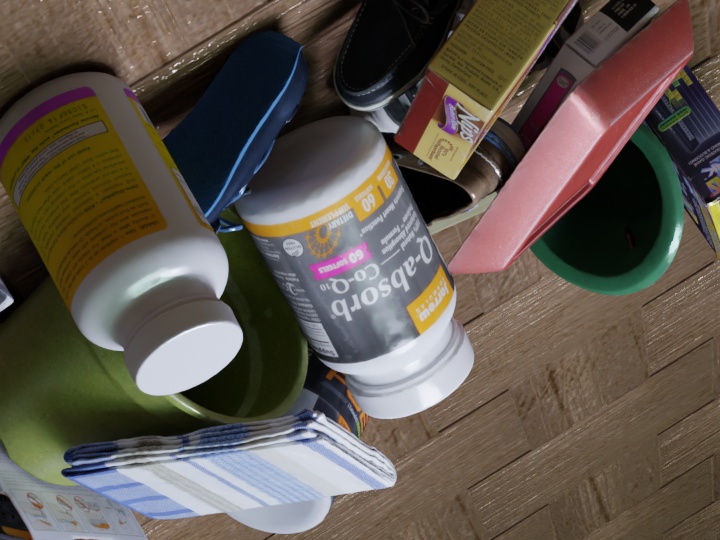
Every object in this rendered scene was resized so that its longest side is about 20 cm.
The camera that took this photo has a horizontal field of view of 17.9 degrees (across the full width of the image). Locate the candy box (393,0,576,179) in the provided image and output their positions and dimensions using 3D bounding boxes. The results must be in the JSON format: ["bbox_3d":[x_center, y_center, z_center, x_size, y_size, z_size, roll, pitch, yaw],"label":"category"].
[{"bbox_3d":[0.105,-0.169,1.551,0.200,0.056,0.117,-53,176,-24],"label":"candy box"}]

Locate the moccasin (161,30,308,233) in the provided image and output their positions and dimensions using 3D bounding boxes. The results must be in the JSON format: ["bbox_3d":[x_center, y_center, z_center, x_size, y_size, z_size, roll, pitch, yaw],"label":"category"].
[{"bbox_3d":[-0.095,-0.066,1.538,0.200,0.080,0.068,-48,156,-8],"label":"moccasin"}]

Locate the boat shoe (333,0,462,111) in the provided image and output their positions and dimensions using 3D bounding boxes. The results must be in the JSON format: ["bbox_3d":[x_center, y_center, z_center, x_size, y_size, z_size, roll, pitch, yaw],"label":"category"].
[{"bbox_3d":[0.037,-0.191,1.524,0.062,0.075,0.200,1,134,-51],"label":"boat shoe"}]

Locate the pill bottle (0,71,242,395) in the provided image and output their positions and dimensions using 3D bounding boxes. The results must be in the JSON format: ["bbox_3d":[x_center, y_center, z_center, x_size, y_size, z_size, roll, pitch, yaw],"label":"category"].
[{"bbox_3d":[-0.150,-0.022,1.441,0.104,0.200,0.104,-24,152,-14],"label":"pill bottle"}]

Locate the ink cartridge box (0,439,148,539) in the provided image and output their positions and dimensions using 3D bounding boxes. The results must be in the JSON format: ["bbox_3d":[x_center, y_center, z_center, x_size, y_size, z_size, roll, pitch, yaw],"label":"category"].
[{"bbox_3d":[-0.245,0.157,1.690,0.047,0.200,0.160,-43,156,16],"label":"ink cartridge box"}]

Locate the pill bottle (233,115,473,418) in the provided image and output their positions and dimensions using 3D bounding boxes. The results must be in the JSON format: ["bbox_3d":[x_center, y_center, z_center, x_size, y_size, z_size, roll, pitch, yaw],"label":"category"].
[{"bbox_3d":[0.000,0.000,1.622,0.116,0.116,0.200,-31,117,-5],"label":"pill bottle"}]

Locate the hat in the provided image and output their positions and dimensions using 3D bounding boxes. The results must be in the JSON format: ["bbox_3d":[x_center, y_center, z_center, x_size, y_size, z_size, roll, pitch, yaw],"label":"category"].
[{"bbox_3d":[0.233,-0.084,1.931,0.176,0.200,0.166,-20,128,-46],"label":"hat"}]

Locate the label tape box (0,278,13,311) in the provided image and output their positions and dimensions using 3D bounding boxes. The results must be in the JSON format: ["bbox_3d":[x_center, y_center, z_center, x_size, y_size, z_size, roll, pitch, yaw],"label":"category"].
[{"bbox_3d":[-0.328,0.010,1.457,0.144,0.063,0.200,-34,158,2],"label":"label tape box"}]

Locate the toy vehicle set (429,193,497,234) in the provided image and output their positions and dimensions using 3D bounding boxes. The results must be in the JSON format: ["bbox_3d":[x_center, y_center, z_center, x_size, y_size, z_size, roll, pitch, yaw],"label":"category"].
[{"bbox_3d":[0.026,-0.034,1.819,0.200,0.027,0.124,-24,-176,-21],"label":"toy vehicle set"}]

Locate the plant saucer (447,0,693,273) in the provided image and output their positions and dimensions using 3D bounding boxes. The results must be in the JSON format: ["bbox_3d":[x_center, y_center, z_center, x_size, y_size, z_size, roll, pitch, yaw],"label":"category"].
[{"bbox_3d":[0.163,-0.091,1.687,0.200,0.037,0.200,-41,169,-49],"label":"plant saucer"}]

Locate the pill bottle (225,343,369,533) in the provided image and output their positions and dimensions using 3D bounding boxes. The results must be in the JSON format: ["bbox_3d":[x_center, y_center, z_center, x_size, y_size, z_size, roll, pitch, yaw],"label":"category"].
[{"bbox_3d":[-0.043,0.094,1.731,0.106,0.106,0.200,-56,-173,44],"label":"pill bottle"}]

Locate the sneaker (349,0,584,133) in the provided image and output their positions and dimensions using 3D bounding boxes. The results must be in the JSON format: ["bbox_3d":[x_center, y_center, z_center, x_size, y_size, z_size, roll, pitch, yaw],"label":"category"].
[{"bbox_3d":[0.075,-0.157,1.666,0.200,0.075,0.081,-29,-175,-26],"label":"sneaker"}]

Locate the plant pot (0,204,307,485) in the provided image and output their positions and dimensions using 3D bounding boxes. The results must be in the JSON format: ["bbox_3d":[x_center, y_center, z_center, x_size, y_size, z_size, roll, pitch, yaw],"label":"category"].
[{"bbox_3d":[-0.171,0.059,1.638,0.184,0.201,0.200,-34,161,34],"label":"plant pot"}]

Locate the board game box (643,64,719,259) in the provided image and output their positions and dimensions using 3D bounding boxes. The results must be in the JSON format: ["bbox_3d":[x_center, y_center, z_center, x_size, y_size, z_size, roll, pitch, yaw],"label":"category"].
[{"bbox_3d":[0.279,-0.101,1.912,0.057,0.165,0.200,-34,159,3],"label":"board game box"}]

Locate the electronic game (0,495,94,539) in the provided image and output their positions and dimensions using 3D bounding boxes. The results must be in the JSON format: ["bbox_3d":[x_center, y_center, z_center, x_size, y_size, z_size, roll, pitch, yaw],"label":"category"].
[{"bbox_3d":[-0.288,0.176,1.710,0.200,0.200,0.042,13,98,-61],"label":"electronic game"}]

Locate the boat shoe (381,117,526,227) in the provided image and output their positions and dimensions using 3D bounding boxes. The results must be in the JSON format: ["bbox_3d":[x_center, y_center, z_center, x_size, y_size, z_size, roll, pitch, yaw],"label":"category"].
[{"bbox_3d":[0.031,-0.066,1.686,0.200,0.072,0.072,-17,-151,52],"label":"boat shoe"}]

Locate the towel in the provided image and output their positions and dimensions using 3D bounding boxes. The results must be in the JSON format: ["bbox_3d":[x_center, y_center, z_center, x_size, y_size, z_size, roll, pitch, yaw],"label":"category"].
[{"bbox_3d":[-0.089,0.137,1.588,0.200,0.024,0.147,-11,156,22],"label":"towel"}]

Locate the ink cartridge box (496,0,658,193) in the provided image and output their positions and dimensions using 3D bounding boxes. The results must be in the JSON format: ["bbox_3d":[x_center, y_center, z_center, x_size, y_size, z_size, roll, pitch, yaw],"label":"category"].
[{"bbox_3d":[0.147,-0.120,1.708,0.095,0.037,0.200,-44,168,-40],"label":"ink cartridge box"}]
